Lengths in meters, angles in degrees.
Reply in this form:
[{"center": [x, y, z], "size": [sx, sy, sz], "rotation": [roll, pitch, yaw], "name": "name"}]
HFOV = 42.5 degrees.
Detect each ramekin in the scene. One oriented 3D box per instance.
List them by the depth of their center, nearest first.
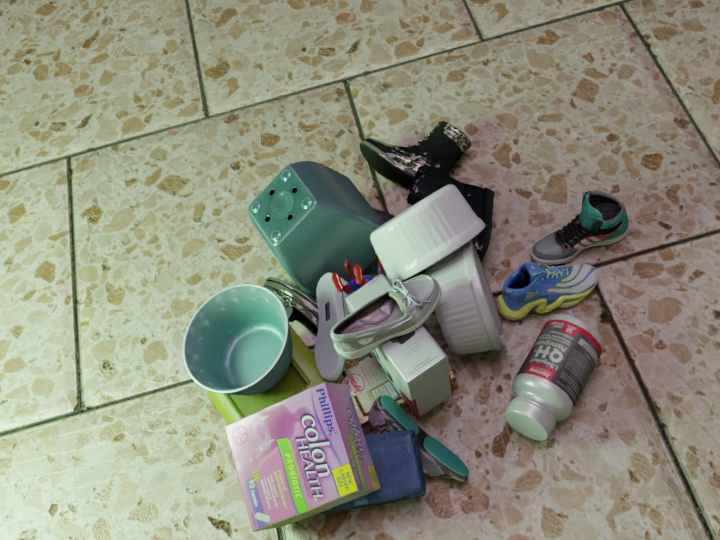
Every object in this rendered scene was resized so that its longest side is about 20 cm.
[{"center": [0.183, 0.055, 1.637], "size": [0.093, 0.203, 0.204], "rotation": [-19, 54, 10], "name": "ramekin"}, {"center": [0.113, -0.068, 1.644], "size": [0.199, 0.200, 0.098], "rotation": [-32, 93, -12], "name": "ramekin"}]

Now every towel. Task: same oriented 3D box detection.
[{"center": [0.009, 0.330, 1.522], "size": [0.198, 0.048, 0.113], "rotation": [-15, 76, 21], "name": "towel"}]

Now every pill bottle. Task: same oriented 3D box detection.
[{"center": [0.324, 0.183, 1.568], "size": [0.110, 0.111, 0.201], "rotation": [23, 62, 24], "name": "pill bottle"}]

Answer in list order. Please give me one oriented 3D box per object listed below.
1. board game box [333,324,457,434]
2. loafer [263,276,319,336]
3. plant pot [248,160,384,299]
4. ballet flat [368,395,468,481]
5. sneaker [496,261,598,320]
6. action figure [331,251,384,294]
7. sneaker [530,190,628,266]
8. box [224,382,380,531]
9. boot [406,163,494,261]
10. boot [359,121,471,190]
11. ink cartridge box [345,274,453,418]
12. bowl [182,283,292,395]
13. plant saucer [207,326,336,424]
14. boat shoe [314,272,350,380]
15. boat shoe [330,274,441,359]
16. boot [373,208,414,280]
[{"center": [0.051, 0.184, 1.656], "size": [0.198, 0.046, 0.152], "rotation": [-25, 55, -7], "name": "board game box"}, {"center": [-0.112, 0.078, 1.748], "size": [0.199, 0.072, 0.063], "rotation": [27, 70, 23], "name": "loafer"}, {"center": [-0.095, -0.089, 1.739], "size": [0.196, 0.200, 0.197], "rotation": [-44, 56, 10], "name": "plant pot"}, {"center": [0.091, 0.296, 1.558], "size": [0.200, 0.072, 0.072], "rotation": [41, 69, 9], "name": "ballet flat"}, {"center": [0.342, 0.023, 1.678], "size": [0.198, 0.105, 0.076], "rotation": [-23, 55, -6], "name": "sneaker"}, {"center": [0.000, 0.000, 1.664], "size": [0.065, 0.200, 0.100], "rotation": [-19, 75, 13], "name": "action figure"}, {"center": [0.412, -0.084, 1.730], "size": [0.198, 0.121, 0.084], "rotation": [-21, 54, -5], "name": "sneaker"}, {"center": [-0.095, 0.301, 1.493], "size": [0.198, 0.097, 0.178], "rotation": [-24, 71, 17], "name": "box"}, {"center": [0.168, -0.107, 1.785], "size": [0.166, 0.077, 0.202], "rotation": [18, 51, -7], "name": "boot"}, {"center": [0.115, -0.252, 1.927], "size": [0.202, 0.074, 0.154], "rotation": [32, 69, 19], "name": "boot"}, {"center": [0.066, 0.128, 1.573], "size": [0.083, 0.146, 0.200], "rotation": [-32, 57, -9], "name": "ink cartridge box"}, {"center": [-0.197, 0.135, 1.611], "size": [0.198, 0.105, 0.203], "rotation": [-9, 60, 17], "name": "bowl"}, {"center": [-0.165, 0.208, 1.651], "size": [0.199, 0.048, 0.200], "rotation": [-41, 55, -4], "name": "plant saucer"}, {"center": [-0.038, 0.105, 1.661], "size": [0.071, 0.069, 0.202], "rotation": [-30, 52, 38], "name": "boat shoe"}, {"center": [0.042, 0.067, 1.489], "size": [0.201, 0.065, 0.075], "rotation": [-29, 57, -8], "name": "boat shoe"}, {"center": [0.020, -0.047, 1.810], "size": [0.198, 0.066, 0.166], "rotation": [19, 59, 21], "name": "boot"}]
